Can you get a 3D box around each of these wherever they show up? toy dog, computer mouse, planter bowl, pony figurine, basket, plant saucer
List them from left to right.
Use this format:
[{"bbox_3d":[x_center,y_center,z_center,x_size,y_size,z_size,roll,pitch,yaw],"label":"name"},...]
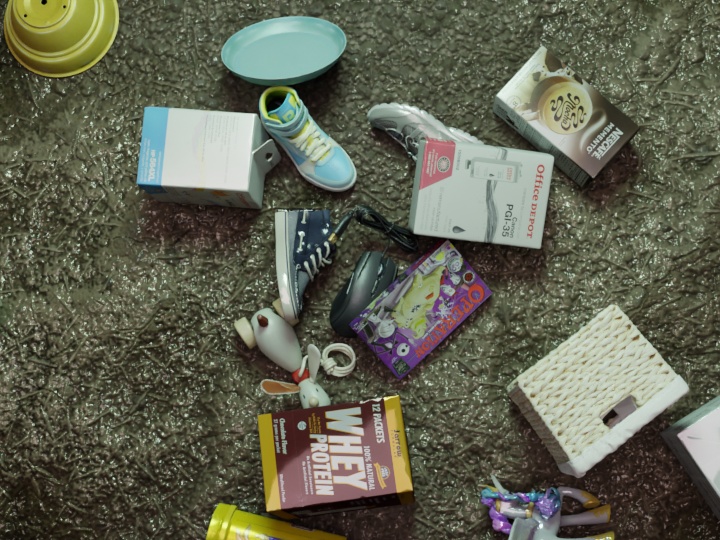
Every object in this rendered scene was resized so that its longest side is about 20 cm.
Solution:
[{"bbox_3d":[-0.511,-0.430,1.579,0.200,0.083,0.201,-1,81,4],"label":"planter bowl"},{"bbox_3d":[-0.121,-0.347,1.520,0.200,0.027,0.200,-4,42,4],"label":"plant saucer"},{"bbox_3d":[-0.112,0.128,1.463,0.200,0.096,0.132,36,86,8],"label":"toy dog"},{"bbox_3d":[0.000,0.000,1.471,0.140,0.046,0.200,36,84,-22],"label":"computer mouse"},{"bbox_3d":[0.262,0.395,1.387,0.200,0.167,0.193,7,50,8],"label":"pony figurine"},{"bbox_3d":[0.332,0.176,1.376,0.198,0.200,0.161,-37,79,-3],"label":"basket"}]

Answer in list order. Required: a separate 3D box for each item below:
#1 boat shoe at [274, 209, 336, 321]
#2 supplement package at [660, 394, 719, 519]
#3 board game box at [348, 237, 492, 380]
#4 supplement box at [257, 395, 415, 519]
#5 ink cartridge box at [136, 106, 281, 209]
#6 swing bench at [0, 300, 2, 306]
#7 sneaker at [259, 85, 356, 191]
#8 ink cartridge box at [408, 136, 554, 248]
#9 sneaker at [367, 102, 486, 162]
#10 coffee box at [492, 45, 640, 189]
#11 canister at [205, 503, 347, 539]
[{"bbox_3d":[-0.081,-0.015,1.469,0.093,0.075,0.200,-6,58,0],"label":"boat shoe"},{"bbox_3d":[0.575,0.250,1.392,0.200,0.111,0.156,-33,80,-1],"label":"supplement package"},{"bbox_3d":[0.094,0.059,1.469,0.200,0.032,0.120,-44,114,-3],"label":"board game box"},{"bbox_3d":[-0.029,0.275,1.376,0.200,0.197,0.133,-8,72,2],"label":"supplement box"},{"bbox_3d":[-0.231,-0.174,1.499,0.200,0.129,0.126,5,82,5],"label":"ink cartridge box"},{"bbox_3d":[-0.695,0.078,1.497,0.200,0.130,0.199,38,85,3],"label":"swing bench"},{"bbox_3d":[-0.089,-0.208,1.494,0.200,0.131,0.080,42,85,8],"label":"sneaker"},{"bbox_3d":[0.183,-0.119,1.455,0.200,0.083,0.147,6,99,-5],"label":"ink cartridge box"},{"bbox_3d":[0.098,-0.201,1.508,0.200,0.075,0.082,24,82,6],"label":"sneaker"},{"bbox_3d":[0.320,-0.238,1.497,0.200,0.080,0.113,42,85,9],"label":"coffee box"},{"bbox_3d":[-0.130,0.440,1.410,0.200,0.087,0.149,13,104,3],"label":"canister"}]
